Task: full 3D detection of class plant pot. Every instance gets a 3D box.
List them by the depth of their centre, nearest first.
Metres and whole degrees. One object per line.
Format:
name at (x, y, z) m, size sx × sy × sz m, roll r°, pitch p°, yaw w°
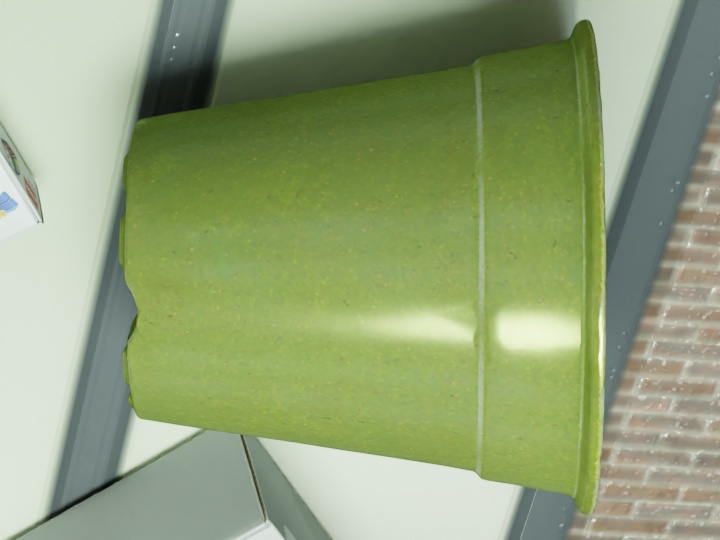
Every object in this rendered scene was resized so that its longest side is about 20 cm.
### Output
plant pot at (0.000, 0.000, 1.216) m, size 0.189 × 0.201 × 0.201 m, roll -1°, pitch 126°, yaw 0°

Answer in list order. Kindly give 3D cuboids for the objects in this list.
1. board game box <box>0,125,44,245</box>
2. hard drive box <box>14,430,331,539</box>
board game box at (-0.226, -0.071, 1.185) m, size 0.126 × 0.035 × 0.201 m, roll -24°, pitch 127°, yaw 5°
hard drive box at (-0.099, 0.183, 1.375) m, size 0.199 × 0.077 × 0.156 m, roll -30°, pitch 127°, yaw 7°
